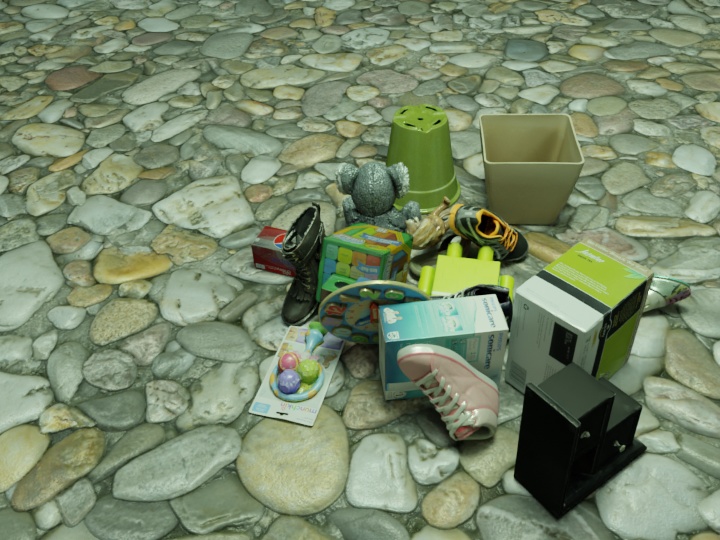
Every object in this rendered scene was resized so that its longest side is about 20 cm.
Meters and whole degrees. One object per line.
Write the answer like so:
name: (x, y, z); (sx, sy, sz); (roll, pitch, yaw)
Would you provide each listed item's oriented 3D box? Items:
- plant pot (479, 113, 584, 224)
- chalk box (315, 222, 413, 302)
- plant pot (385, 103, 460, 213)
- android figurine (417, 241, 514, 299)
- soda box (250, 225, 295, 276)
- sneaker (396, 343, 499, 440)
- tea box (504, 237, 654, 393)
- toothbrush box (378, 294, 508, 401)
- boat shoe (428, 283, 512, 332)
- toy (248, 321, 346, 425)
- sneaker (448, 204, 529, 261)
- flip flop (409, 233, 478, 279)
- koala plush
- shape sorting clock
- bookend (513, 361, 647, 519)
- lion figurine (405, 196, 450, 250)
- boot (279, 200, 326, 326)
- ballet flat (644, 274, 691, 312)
plant pot: (0.355, -0.210, 1.506); (0.196, 0.179, 0.201); (1, 40, 5)
chalk box: (0.000, 0.000, 1.268); (0.123, 0.126, 0.200); (15, 20, 20)
plant pot: (0.133, -0.263, 1.574); (0.197, 0.192, 0.202); (-2, 40, 1)
android figurine: (0.196, 0.037, 1.307); (0.179, 0.041, 0.202); (5, 56, 10)
soda box: (-0.117, -0.029, 1.407); (0.197, 0.064, 0.070); (14, 43, 18)
sneaker: (0.139, 0.193, 1.066); (0.199, 0.075, 0.106); (31, 43, -25)
tea box: (0.350, 0.093, 1.130); (0.195, 0.202, 0.133); (-29, 46, -30)
toothbrush box: (0.131, 0.127, 1.143); (0.197, 0.148, 0.086); (-5, 42, -5)
boat shoe: (0.170, 0.058, 1.212); (0.197, 0.093, 0.076); (2, 54, 7)
toy: (-0.105, 0.162, 1.191); (0.113, 0.048, 0.201); (8, 41, 15)
sneaker: (0.264, -0.070, 1.368); (0.198, 0.079, 0.077); (21, -10, -30)
flip flop: (0.187, -0.041, 1.409); (0.197, 0.058, 0.081); (-18, 42, -18)
koala plush: (0.033, -0.132, 1.414); (0.174, 0.202, 0.185); (6, 41, 10)
shape sorting clock: (0.026, 0.076, 1.173); (0.197, 0.201, 0.040); (0, 55, 4)
bookend: (0.325, 0.213, 0.989); (0.198, 0.201, 0.092); (-25, 42, -26)
lion figurine: (0.149, -0.089, 1.436); (0.072, 0.200, 0.123); (45, 97, 10)
boot: (-0.110, -0.010, 1.257); (0.068, 0.174, 0.202); (21, 78, 19)
ballet flat: (0.507, 0.037, 1.303); (0.198, 0.069, 0.072); (18, 62, 28)
